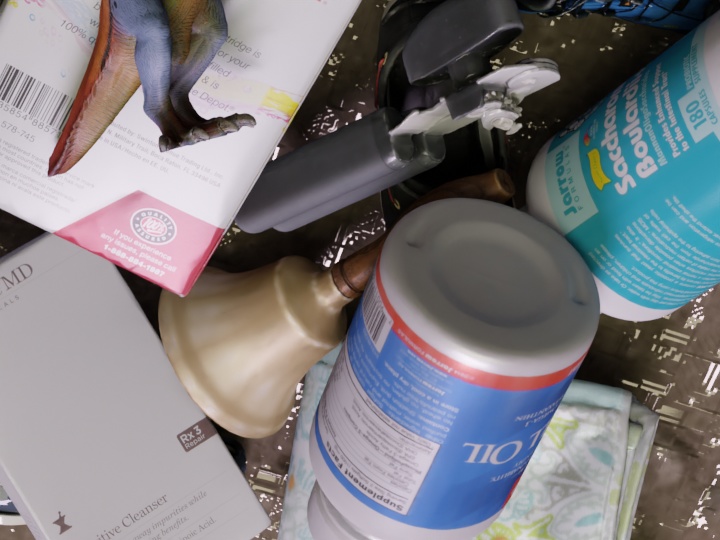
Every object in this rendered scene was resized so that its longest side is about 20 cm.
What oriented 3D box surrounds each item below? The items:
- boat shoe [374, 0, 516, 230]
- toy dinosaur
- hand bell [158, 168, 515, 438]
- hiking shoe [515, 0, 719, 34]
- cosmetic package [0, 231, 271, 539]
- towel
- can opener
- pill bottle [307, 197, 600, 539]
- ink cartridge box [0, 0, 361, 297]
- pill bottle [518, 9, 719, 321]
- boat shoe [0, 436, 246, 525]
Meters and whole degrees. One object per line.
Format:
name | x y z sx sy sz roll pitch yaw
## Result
boat shoe | 0.044 -0.049 1.096 0.074 0.063 0.202 -6 120 4
toy dinosaur | -0.092 -0.142 0.877 0.200 0.105 0.182 -12 96 22
hand bell | 0.000 0.000 1.081 0.200 0.104 0.104 -31 113 29
hiking shoe | 0.110 -0.147 1.014 0.200 0.087 0.074 18 135 -3
cosmetic package | -0.150 0.081 1.115 0.113 0.081 0.200 -34 97 -15
towel | 0.055 0.134 1.153 0.200 0.048 0.171 11 93 12
can opener | 0.015 -0.074 1.033 0.200 0.053 0.067 -28 74 36
pill bottle | 0.038 0.069 1.040 0.112 0.112 0.200 16 134 -6
ink cartridge box | -0.097 -0.124 1.012 0.145 0.145 0.200 28 117 -12
pill bottle | 0.159 -0.046 1.028 0.111 0.111 0.200 37 133 -16
boat shoe | -0.166 0.112 1.189 0.200 0.075 0.062 11 121 -4
